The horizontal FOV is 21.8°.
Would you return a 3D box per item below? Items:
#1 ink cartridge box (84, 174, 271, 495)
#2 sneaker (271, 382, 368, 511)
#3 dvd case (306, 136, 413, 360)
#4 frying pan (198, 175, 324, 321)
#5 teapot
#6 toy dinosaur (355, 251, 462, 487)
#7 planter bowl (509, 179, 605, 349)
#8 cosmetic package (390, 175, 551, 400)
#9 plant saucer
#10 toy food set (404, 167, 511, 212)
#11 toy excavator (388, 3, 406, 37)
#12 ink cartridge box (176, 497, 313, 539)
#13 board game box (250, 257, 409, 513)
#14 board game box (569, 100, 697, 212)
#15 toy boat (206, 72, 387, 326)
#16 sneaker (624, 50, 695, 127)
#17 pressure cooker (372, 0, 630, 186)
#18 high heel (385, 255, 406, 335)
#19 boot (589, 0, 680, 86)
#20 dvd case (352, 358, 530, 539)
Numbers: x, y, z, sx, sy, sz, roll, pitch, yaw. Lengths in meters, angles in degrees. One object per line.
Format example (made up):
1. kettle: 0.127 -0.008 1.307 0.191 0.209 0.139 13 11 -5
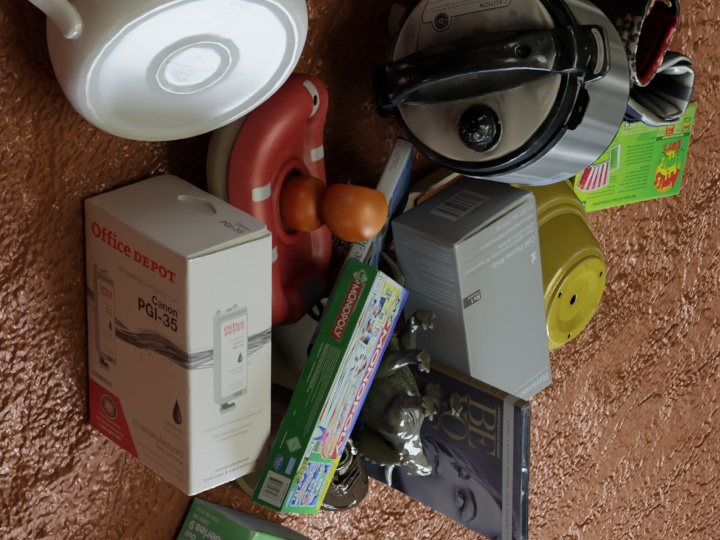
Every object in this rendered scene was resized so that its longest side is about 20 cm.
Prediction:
1. ink cartridge box: -0.141 0.046 1.435 0.082 0.146 0.202 -18 121 -37
2. sneaker: -0.034 0.169 1.637 0.071 0.075 0.200 -58 141 -12
3. dvd case: 0.000 0.000 1.589 0.143 0.017 0.201 93 19 -72
4. frying pan: -0.077 -0.035 1.558 0.189 0.031 0.116 23 87 -51
5. teapot: -0.143 -0.198 1.321 0.196 0.147 0.200 -22 153 -3
6. toy dinosaur: 0.023 0.090 1.592 0.077 0.102 0.202 -26 100 -57
7. planter bowl: 0.173 0.012 1.765 0.200 0.083 0.202 -34 140 -34
8. cosmetic package: 0.099 0.030 1.636 0.107 0.090 0.201 -34 126 -32
9. plant saucer: -0.056 0.108 1.664 0.199 0.029 0.202 -25 126 -40
10. toy food set: 0.110 -0.023 1.769 0.143 0.060 0.201 -33 130 -36
11. toy excavator: 0.081 -0.304 1.577 0.195 0.099 0.200 -52 148 -16
12. ink cartridge box: -0.118 0.318 1.648 0.145 0.087 0.201 27 85 -52
13. board game box: -0.022 0.096 1.491 0.135 0.029 0.201 32 80 -76
14. board game box: 0.262 -0.122 1.912 0.199 0.047 0.102 -12 117 -46
15. toy boat: -0.040 -0.054 1.461 0.130 0.130 0.202 -43 133 -56
16. sneaker: 0.279 -0.190 1.821 0.202 0.146 0.078 -12 116 -48
17. pressure cooker: 0.119 -0.160 1.537 0.176 0.179 0.200 -54 158 16
18. high heel: 0.055 0.069 1.756 0.201 0.067 0.097 82 11 -56
19. boot: 0.221 -0.272 1.702 0.073 0.150 0.202 5 104 -51
20. dvd case: 0.067 0.147 1.644 0.016 0.199 0.150 -28 128 -40
